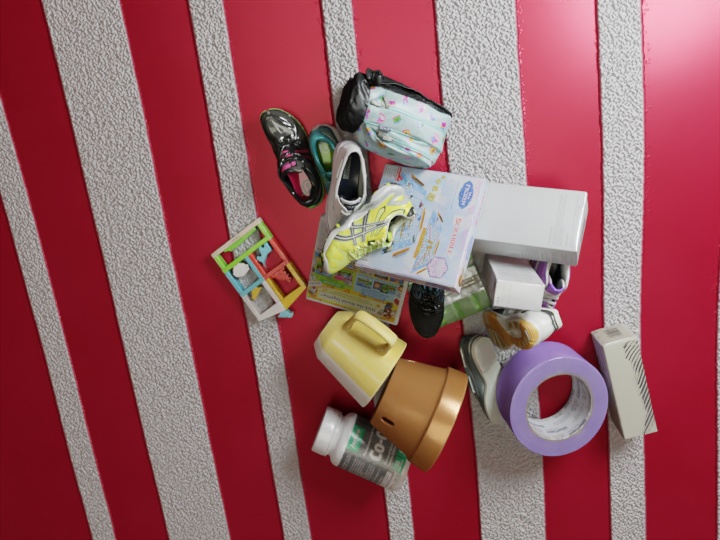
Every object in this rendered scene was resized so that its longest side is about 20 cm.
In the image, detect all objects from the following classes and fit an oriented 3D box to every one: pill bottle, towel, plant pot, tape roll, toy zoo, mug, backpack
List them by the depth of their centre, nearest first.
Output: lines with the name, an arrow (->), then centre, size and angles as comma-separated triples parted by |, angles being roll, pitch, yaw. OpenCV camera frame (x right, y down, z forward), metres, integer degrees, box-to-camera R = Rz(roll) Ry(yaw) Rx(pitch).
backpack -> 0.060, -0.264, 1.054 | 0.196, 0.167, 0.129 | 18, 102, -15
tape roll -> 0.371, 0.249, 1.160 | 0.195, 0.085, 0.205 | -2, 103, -7
plant pot -> 0.106, 0.266, 1.162 | 0.138, 0.200, 0.204 | 24, 106, 5
mug -> 0.000, 0.147, 1.172 | 0.152, 0.149, 0.188 | 37, 113, 5
towel -> 0.158, 0.007, 1.176 | 0.147, 0.031, 0.203 | -22, 103, 14
toy zoo -> -0.197, 0.012, 1.219 | 0.130, 0.020, 0.202 | -34, 99, 14
pill bottle -> 0.004, 0.367, 1.239 | 0.196, 0.113, 0.115 | 23, 106, -1

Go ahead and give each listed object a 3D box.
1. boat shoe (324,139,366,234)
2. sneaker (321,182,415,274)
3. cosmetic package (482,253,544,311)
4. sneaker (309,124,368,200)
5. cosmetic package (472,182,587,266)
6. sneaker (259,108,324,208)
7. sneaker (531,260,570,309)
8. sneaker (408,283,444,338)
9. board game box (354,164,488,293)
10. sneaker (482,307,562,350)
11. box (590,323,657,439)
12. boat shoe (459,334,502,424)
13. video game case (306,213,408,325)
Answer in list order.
boat shoe -> -0.026, -0.126, 1.065 | 0.072, 0.066, 0.204 | -6, 116, -11
sneaker -> 0.011, -0.063, 1.040 | 0.200, 0.075, 0.077 | -45, 61, 7
cosmetic package -> 0.270, 0.018, 1.072 | 0.080, 0.200, 0.052 | 5, 105, 5
sneaker -> -0.046, -0.174, 1.119 | 0.076, 0.080, 0.203 | -23, 110, 13
cosmetic package -> 0.293, -0.084, 1.058 | 0.196, 0.081, 0.115 | 11, 77, 25
sneaker -> -0.126, -0.211, 1.120 | 0.076, 0.084, 0.203 | -26, 100, 12
sneaker -> 0.343, 0.047, 1.117 | 0.071, 0.115, 0.205 | 6, 107, 3
sneaker -> 0.126, 0.040, 1.132 | 0.071, 0.082, 0.205 | 2, 108, 7
board game box -> 0.109, -0.079, 1.067 | 0.196, 0.041, 0.204 | 13, 79, 27
sneaker -> 0.300, 0.101, 1.106 | 0.086, 0.200, 0.077 | -23, 97, -13
box -> 0.512, 0.214, 1.158 | 0.067, 0.082, 0.204 | -16, 103, 9
boat shoe -> 0.250, 0.218, 1.210 | 0.072, 0.061, 0.204 | -32, 114, -29
video game case -> 0.000, 0.000, 1.173 | 0.195, 0.023, 0.186 | 15, 116, 5
